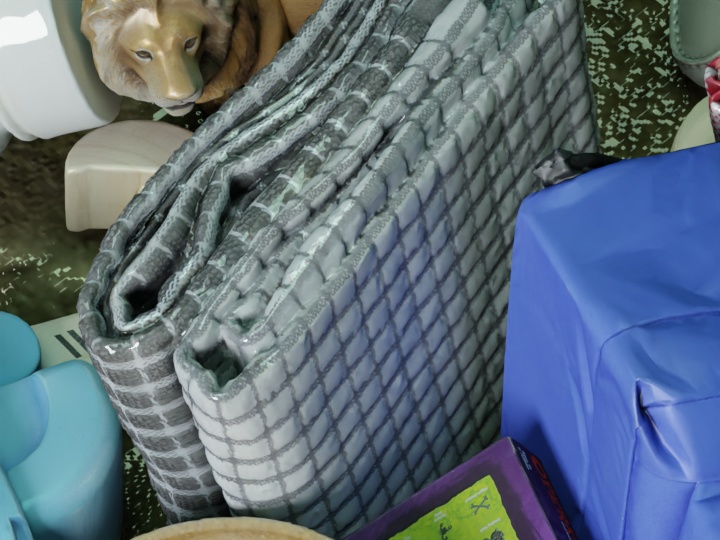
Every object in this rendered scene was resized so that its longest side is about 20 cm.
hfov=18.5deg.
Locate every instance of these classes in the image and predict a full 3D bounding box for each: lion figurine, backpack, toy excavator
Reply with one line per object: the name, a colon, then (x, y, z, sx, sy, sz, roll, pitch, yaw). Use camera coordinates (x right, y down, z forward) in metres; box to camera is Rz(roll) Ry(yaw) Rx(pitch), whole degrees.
lion figurine: (-0.013, -0.113, 0.833, 0.200, 0.123, 0.072, -35, 58, -16)
backpack: (0.161, 0.050, 0.680, 0.200, 0.163, 0.168, -14, 53, -14)
toy excavator: (-0.114, 0.046, 0.769, 0.200, 0.100, 0.195, -17, 53, -21)

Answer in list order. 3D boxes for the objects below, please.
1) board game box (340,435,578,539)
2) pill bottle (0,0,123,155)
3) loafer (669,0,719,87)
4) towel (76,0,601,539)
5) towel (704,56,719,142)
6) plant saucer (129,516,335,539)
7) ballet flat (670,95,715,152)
board game box: (-0.010, 0.151, 0.665, 0.200, 0.032, 0.120, -33, 51, 14)
pill bottle: (-0.197, -0.082, 0.828, 0.200, 0.113, 0.113, -11, 55, 10)
loafer: (0.146, -0.169, 0.851, 0.070, 0.070, 0.200, -5, 72, 51)
towel: (0.000, 0.000, 0.731, 0.085, 0.166, 0.200, 22, 61, 28)
towel: (0.206, -0.074, 0.734, 0.200, 0.145, 0.023, -32, 57, -2)
plant saucer: (-0.043, 0.173, 0.637, 0.200, 0.035, 0.201, -13, 62, 26)
ballet flat: (0.190, -0.082, 0.776, 0.200, 0.069, 0.069, -47, 57, 13)
